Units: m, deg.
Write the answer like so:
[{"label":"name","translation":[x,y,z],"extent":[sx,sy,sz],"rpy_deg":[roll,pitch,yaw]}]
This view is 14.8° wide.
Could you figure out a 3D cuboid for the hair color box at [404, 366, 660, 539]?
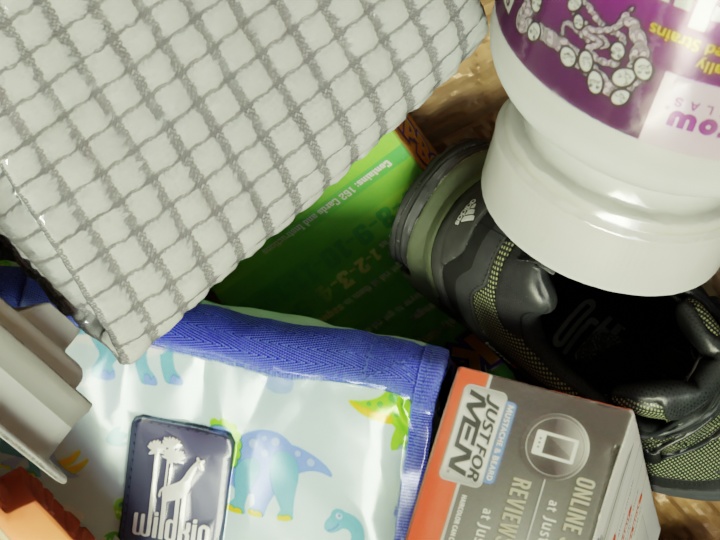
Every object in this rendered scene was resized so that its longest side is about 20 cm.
[{"label":"hair color box","translation":[0.057,0.113,0.959],"extent":[0.064,0.111,0.200],"rpy_deg":[15,166,11]}]

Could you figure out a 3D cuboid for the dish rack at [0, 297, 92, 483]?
[{"label":"dish rack","translation":[-0.161,-0.026,0.805],"extent":[0.044,0.172,0.200],"rpy_deg":[-49,147,-6]}]

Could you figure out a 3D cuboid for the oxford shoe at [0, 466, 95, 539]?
[{"label":"oxford shoe","translation":[-0.159,0.065,0.880],"extent":[0.073,0.071,0.200],"rpy_deg":[-44,96,-2]}]

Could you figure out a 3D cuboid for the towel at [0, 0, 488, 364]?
[{"label":"towel","translation":[-0.071,-0.095,0.814],"extent":[0.166,0.086,0.200],"rpy_deg":[-40,130,-10]}]

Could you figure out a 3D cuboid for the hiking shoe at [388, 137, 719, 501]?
[{"label":"hiking shoe","translation":[0.096,0.036,0.954],"extent":[0.200,0.101,0.076],"rpy_deg":[35,93,-36]}]

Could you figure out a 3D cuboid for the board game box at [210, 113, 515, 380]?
[{"label":"board game box","translation":[0.000,0.000,0.989],"extent":[0.095,0.030,0.200],"rpy_deg":[-21,128,21]}]

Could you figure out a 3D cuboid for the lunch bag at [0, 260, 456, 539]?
[{"label":"lunch bag","translation":[-0.054,0.081,0.977],"extent":[0.170,0.128,0.200],"rpy_deg":[9,138,6]}]

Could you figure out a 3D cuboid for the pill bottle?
[{"label":"pill bottle","translation":[0.103,-0.094,0.825],"extent":[0.112,0.112,0.200],"rpy_deg":[11,126,-10]}]

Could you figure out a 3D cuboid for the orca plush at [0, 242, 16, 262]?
[{"label":"orca plush","translation":[-0.206,0.027,1.010],"extent":[0.105,0.071,0.200],"rpy_deg":[-20,162,-49]}]
